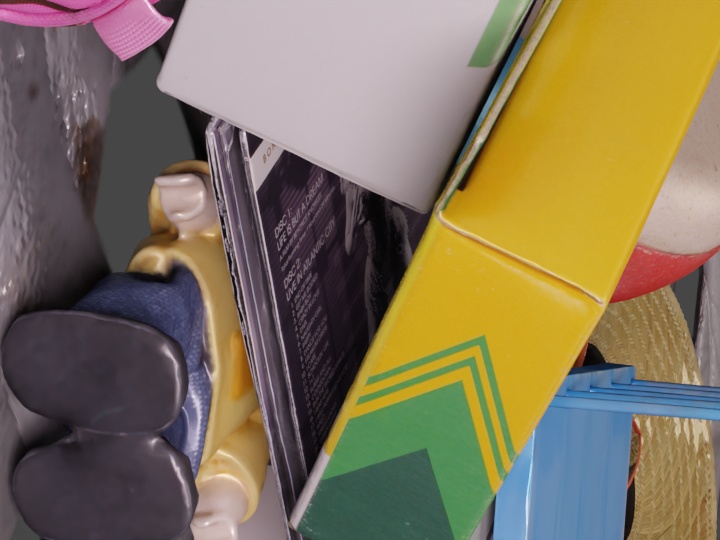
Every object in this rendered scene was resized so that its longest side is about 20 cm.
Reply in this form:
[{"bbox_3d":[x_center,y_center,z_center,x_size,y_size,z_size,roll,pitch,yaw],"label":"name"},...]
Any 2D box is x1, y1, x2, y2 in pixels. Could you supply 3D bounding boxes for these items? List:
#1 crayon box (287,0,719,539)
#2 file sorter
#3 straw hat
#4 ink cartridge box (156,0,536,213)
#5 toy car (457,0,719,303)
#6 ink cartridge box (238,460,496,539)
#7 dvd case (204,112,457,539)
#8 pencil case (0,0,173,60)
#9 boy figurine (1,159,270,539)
[{"bbox_3d":[0.046,-0.012,0.795,0.127,0.051,0.200,-62,177,-34],"label":"crayon box"},{"bbox_3d":[0.126,0.110,1.089,0.200,0.122,0.140,2,92,-75],"label":"file sorter"},{"bbox_3d":[0.087,0.079,1.296,0.201,0.085,0.202,-8,90,-67],"label":"straw hat"},{"bbox_3d":[0.033,-0.141,0.787,0.146,0.087,0.201,115,-1,-53],"label":"ink cartridge box"},{"bbox_3d":[0.057,-0.038,1.123,0.200,0.183,0.178,-49,-140,41],"label":"toy car"},{"bbox_3d":[0.001,0.135,1.032,0.200,0.083,0.146,-59,150,-56],"label":"ink cartridge box"},{"bbox_3d":[0.000,0.000,0.901,0.149,0.016,0.201,-60,149,-48],"label":"dvd case"},{"bbox_3d":[-0.062,-0.153,0.753,0.093,0.091,0.201,32,55,-20],"label":"pencil case"},{"bbox_3d":[-0.043,0.026,0.904,0.200,0.064,0.125,-33,123,-65],"label":"boy figurine"}]
